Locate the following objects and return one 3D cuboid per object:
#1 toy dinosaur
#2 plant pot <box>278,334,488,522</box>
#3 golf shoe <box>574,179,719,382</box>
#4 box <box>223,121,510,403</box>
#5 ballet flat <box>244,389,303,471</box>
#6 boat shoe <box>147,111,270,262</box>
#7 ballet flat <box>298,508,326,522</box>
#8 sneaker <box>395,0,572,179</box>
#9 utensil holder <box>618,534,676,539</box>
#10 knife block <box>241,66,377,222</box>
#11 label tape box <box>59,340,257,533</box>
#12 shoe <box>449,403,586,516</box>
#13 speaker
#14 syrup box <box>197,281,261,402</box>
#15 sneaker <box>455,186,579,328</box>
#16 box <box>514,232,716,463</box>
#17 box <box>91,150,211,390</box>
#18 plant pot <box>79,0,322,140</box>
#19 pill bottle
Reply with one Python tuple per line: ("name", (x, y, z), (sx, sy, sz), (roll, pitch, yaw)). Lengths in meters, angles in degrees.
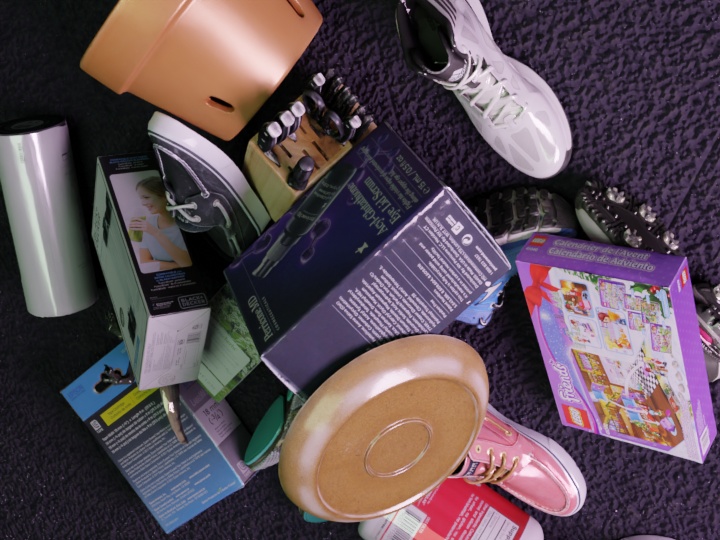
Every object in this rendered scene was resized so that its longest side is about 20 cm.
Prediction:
("toy dinosaur", (-0.218, 0.078, 1.115), (0.047, 0.087, 0.204), (-13, 79, 60))
("plant pot", (0.027, 0.141, 0.903), (0.028, 0.197, 0.203), (53, 133, 44))
("golf shoe", (0.239, 0.016, 0.912), (0.200, 0.077, 0.088), (47, 130, 1))
("box", (0.000, 0.000, 0.905), (0.200, 0.148, 0.104), (-42, 123, 3))
("ballet flat", (-0.057, 0.144, 1.116), (0.072, 0.072, 0.202), (34, 123, 8))
("boat shoe", (-0.147, -0.069, 0.996), (0.071, 0.200, 0.068), (27, 76, 24))
("ballet flat", (-0.013, 0.197, 1.116), (0.201, 0.066, 0.065), (126, 141, -51))
("sneaker", (0.091, -0.147, 0.888), (0.075, 0.115, 0.202), (-35, 94, 32))
("utensil holder", (0.255, 0.361, 0.974), (0.167, 0.200, 0.173), (10, 115, 22))
("knife block", (-0.064, -0.096, 0.949), (0.064, 0.175, 0.200), (48, 123, 0))
("label tape box", (-0.217, 0.171, 1.203), (0.143, 0.063, 0.201), (-34, 94, 32))
("shoe", (0.119, 0.178, 1.027), (0.199, 0.091, 0.072), (39, 122, 6))
("speaker", (-0.332, -0.056, 1.154), (0.080, 0.081, 0.204), (4, 113, 24))
("syrup box", (-0.096, 0.033, 1.075), (0.079, 0.081, 0.200), (46, 121, 0))
("sneaker", (0.110, -0.005, 0.974), (0.198, 0.079, 0.090), (-24, 117, 32))
("box", (0.215, 0.065, 0.906), (0.135, 0.039, 0.202), (12, 138, 37))
("box", (-0.206, -0.002, 1.049), (0.118, 0.059, 0.202), (111, 143, -48))
("plant pot", (-0.126, -0.208, 0.935), (0.139, 0.201, 0.200), (39, 124, -14))
("pill bottle", (0.105, 0.264, 1.058), (0.198, 0.112, 0.113), (34, 122, 9))
